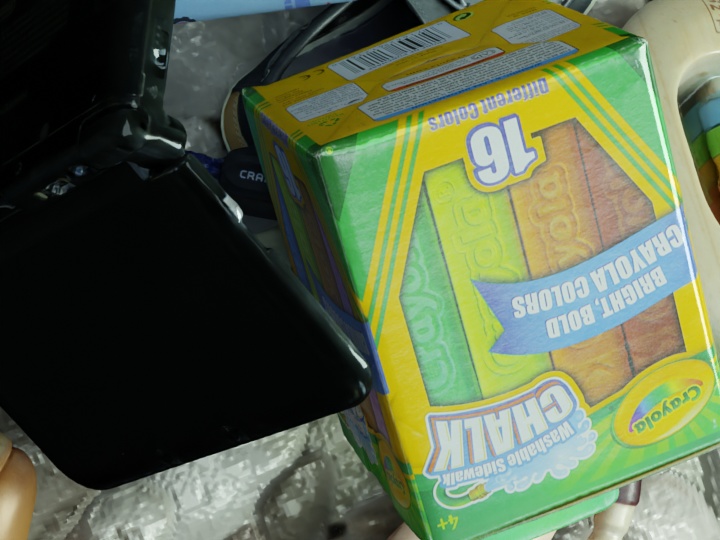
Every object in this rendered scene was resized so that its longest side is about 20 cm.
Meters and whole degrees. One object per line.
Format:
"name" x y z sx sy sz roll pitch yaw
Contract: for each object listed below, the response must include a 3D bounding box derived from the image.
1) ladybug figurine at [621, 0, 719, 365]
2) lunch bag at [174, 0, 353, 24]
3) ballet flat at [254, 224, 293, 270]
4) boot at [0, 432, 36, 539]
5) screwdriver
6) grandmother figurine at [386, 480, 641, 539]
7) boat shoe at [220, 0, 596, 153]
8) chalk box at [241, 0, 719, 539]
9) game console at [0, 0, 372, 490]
"ladybug figurine" 0.157 -0.030 0.785 0.135 0.072 0.201 4 56 -18
"lunch bag" -0.042 -0.206 0.709 0.149 0.094 0.201 -7 123 1
"ballet flat" 0.000 0.000 0.780 0.199 0.069 0.070 -29 94 -5
"boot" -0.116 0.177 0.750 0.154 0.077 0.202 17 88 -8
"screwdriver" -0.092 -0.050 0.763 0.198 0.028 0.029 16 114 8
"grandmother figurine" 0.076 0.073 0.804 0.200 0.060 0.121 -48 122 -11
"boat shoe" 0.031 -0.101 0.794 0.199 0.062 0.075 -33 93 -11
"chalk box" 0.051 0.016 0.698 0.124 0.124 0.201 -21 110 -10
"game console" -0.089 -0.030 0.695 0.116 0.199 0.177 20 63 -34
